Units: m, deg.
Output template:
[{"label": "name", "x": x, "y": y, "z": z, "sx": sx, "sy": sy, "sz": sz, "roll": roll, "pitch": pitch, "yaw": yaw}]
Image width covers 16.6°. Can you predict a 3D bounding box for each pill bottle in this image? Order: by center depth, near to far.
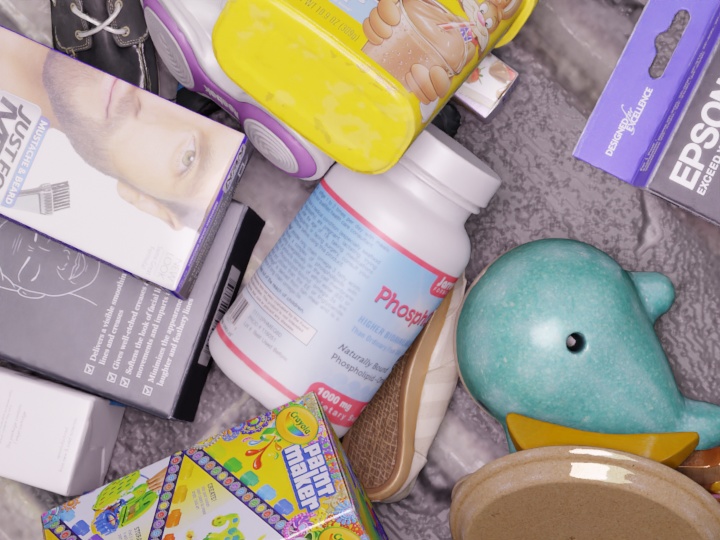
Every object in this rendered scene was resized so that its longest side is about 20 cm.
[{"label": "pill bottle", "x": 0.000, "y": 0.000, "z": 1.576, "sx": 0.109, "sy": 0.109, "sz": 0.200, "roll": 37, "pitch": 99, "yaw": 6}]

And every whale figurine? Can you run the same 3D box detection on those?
[{"label": "whale figurine", "x": 0.155, "y": 0.068, "z": 1.593, "sx": 0.200, "sy": 0.104, "sz": 0.159, "roll": 41, "pitch": 84, "yaw": -6}]

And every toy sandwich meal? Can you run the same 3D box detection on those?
[{"label": "toy sandwich meal", "x": 0.157, "y": 0.156, "z": 1.575, "sx": 0.204, "sy": 0.206, "sz": 0.070, "roll": 9, "pitch": 49, "yaw": 5}]

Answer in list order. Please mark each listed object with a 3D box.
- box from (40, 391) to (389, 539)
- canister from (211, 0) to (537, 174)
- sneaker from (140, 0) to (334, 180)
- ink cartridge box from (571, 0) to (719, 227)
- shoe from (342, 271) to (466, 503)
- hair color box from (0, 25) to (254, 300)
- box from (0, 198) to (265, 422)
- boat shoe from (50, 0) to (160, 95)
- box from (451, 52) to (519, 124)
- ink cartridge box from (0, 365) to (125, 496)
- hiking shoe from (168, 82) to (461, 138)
[{"label": "box", "x": -0.067, "y": 0.218, "z": 1.542, "sx": 0.192, "sy": 0.122, "sz": 0.201, "roll": -24, "pitch": 126, "yaw": 2}, {"label": "canister", "x": 0.013, "y": -0.162, "z": 1.530, "sx": 0.148, "sy": 0.087, "sz": 0.200, "roll": 37, "pitch": 44, "yaw": 2}, {"label": "sneaker", "x": -0.065, "y": -0.145, "z": 1.597, "sx": 0.100, "sy": 0.075, "sz": 0.200, "roll": -39, "pitch": 70, "yaw": -18}, {"label": "ink cartridge box", "x": 0.270, "y": -0.121, "z": 1.636, "sx": 0.199, "sy": 0.043, "sz": 0.199, "roll": 26, "pitch": 88, "yaw": 7}, {"label": "shoe", "x": 0.031, "y": 0.057, "z": 1.638, "sx": 0.070, "sy": 0.053, "sz": 0.201, "roll": 8, "pitch": 80, "yaw": 35}, {"label": "hair color box", "x": -0.179, "y": -0.072, "z": 1.548, "sx": 0.199, "sy": 0.065, "sz": 0.110, "roll": 24, "pitch": 86, "yaw": 4}, {"label": "box", "x": -0.184, "y": -0.002, "z": 1.626, "sx": 0.199, "sy": 0.107, "sz": 0.149, "roll": 20, "pitch": 87, "yaw": 5}, {"label": "boat shoe", "x": -0.180, "y": -0.173, "z": 1.662, "sx": 0.071, "sy": 0.068, "sz": 0.201, "roll": -9, "pitch": 86, "yaw": 2}, {"label": "box", "x": 0.018, "y": -0.172, "z": 1.660, "sx": 0.200, "sy": 0.041, "sz": 0.039, "roll": 37, "pitch": 88, "yaw": 5}, {"label": "ink cartridge box", "x": -0.266, "y": 0.089, "z": 1.620, "sx": 0.199, "sy": 0.116, "sz": 0.068, "roll": 16, "pitch": 86, "yaw": 7}, {"label": "hiking shoe", "x": -0.030, "y": -0.110, "z": 1.647, "sx": 0.199, "sy": 0.074, "sz": 0.087, "roll": 20, "pitch": 90, "yaw": 17}]
